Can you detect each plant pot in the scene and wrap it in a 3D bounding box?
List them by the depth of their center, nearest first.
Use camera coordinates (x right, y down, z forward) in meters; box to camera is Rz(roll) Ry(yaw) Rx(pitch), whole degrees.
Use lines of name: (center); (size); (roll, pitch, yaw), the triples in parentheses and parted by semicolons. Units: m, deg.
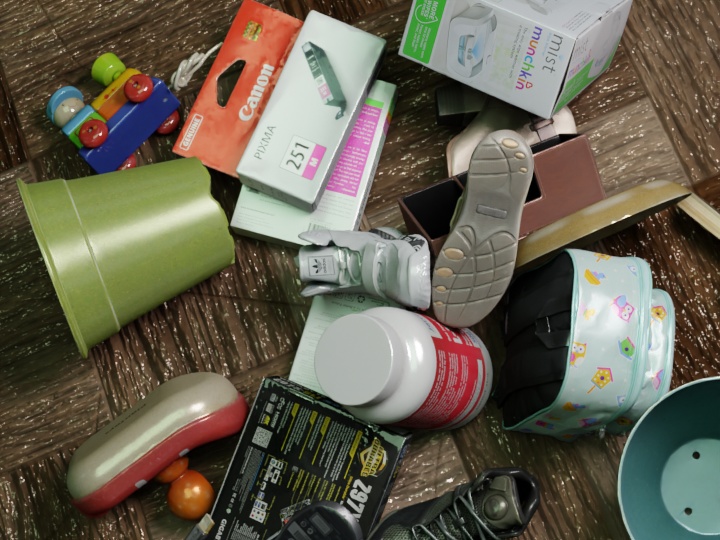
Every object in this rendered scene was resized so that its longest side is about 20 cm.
plant pot: (0.336, 0.203, 1.388); (0.199, 0.135, 0.201); (-1, 83, 5)
plant pot: (0.229, -0.046, 1.457); (0.199, 0.200, 0.028); (-23, 85, 2)
plant pot: (-0.238, -0.032, 1.559); (0.189, 0.200, 0.201); (-20, 70, -11)

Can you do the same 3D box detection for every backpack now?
backpack: (0.218, 0.071, 1.423); (0.153, 0.200, 0.177); (10, 73, -3)

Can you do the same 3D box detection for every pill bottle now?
pill bottle: (0.041, 0.095, 1.435); (0.112, 0.200, 0.113); (-5, 79, 28)

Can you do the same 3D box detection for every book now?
book: (-0.048, -0.122, 1.613); (0.133, 0.048, 0.201); (15, 77, 12)

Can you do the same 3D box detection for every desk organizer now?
desk organizer: (0.145, -0.070, 1.505); (0.199, 0.072, 0.077); (-22, 101, -13)

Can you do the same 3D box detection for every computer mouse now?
computer mouse: (-0.091, 0.274, 1.439); (0.140, 0.046, 0.200); (42, 109, 8)

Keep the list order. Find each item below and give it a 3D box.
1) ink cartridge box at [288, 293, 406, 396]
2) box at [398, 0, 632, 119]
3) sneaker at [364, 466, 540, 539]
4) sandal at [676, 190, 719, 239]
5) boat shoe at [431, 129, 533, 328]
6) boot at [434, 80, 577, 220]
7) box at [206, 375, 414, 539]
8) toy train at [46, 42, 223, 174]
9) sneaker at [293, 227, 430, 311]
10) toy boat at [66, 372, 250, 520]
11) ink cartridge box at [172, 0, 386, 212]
ink cartridge box: (-0.024, 0.111, 1.541); (0.094, 0.037, 0.201); (14, 74, 14)
box: (0.166, -0.257, 1.531); (0.176, 0.200, 0.097); (26, 121, 15)
sneaker: (0.088, 0.242, 1.411); (0.199, 0.114, 0.076); (-22, 76, -17)
sandal: (0.390, 0.010, 1.491); (0.212, 0.078, 0.070); (44, 104, 25)
boat shoe: (0.121, -0.040, 1.424); (0.075, 0.072, 0.201); (20, 106, 2)
boot: (0.158, -0.126, 1.570); (0.145, 0.070, 0.201); (-4, 83, -3)
box: (-0.057, 0.226, 1.477); (0.159, 0.049, 0.201); (21, 92, 12)
toy train: (-0.255, -0.209, 1.663); (0.200, 0.085, 0.116); (-46, 58, -6)
sneaker: (0.000, 0.000, 1.474); (0.114, 0.200, 0.076); (-4, 100, -12)
toy boat: (-0.194, 0.198, 1.514); (0.200, 0.131, 0.131); (-36, 101, -2)
ink cartridge box: (-0.088, -0.187, 1.590); (0.173, 0.044, 0.201); (23, 79, 6)
